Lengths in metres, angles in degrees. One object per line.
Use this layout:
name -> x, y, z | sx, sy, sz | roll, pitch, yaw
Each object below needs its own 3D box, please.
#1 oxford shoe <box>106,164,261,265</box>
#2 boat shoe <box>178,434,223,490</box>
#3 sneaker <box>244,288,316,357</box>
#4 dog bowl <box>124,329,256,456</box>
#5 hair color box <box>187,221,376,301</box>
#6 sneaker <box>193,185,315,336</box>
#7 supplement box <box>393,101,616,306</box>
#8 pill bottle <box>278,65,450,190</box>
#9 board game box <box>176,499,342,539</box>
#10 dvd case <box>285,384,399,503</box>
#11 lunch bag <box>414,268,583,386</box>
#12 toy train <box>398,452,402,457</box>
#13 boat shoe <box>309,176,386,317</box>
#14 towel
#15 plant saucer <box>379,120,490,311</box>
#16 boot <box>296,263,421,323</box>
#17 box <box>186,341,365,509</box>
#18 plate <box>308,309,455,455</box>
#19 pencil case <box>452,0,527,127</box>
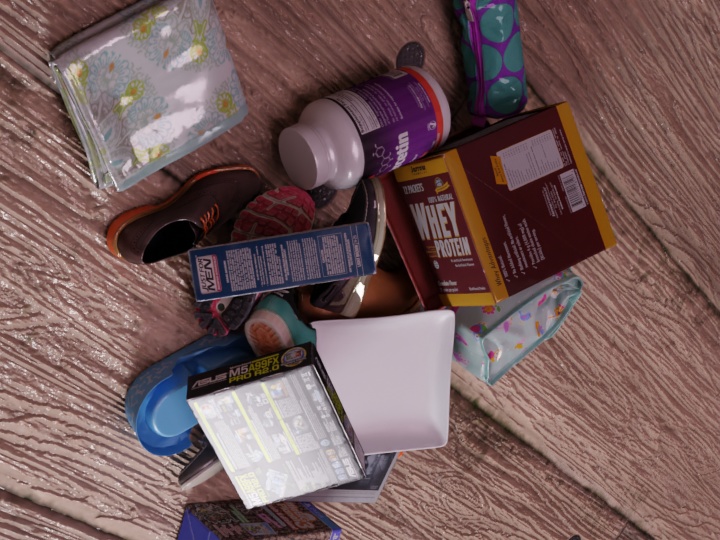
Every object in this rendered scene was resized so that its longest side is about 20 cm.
oxford shoe -> -0.185, -0.057, 1.458 | 0.200, 0.072, 0.071 | -32, 129, -27
boat shoe -> -0.159, 0.203, 1.642 | 0.200, 0.057, 0.067 | -35, 167, -19
sneaker -> -0.078, 0.108, 1.577 | 0.080, 0.071, 0.200 | -57, 144, -40
dog bowl -> -0.198, 0.143, 1.568 | 0.200, 0.050, 0.112 | -29, 128, -28
hair color box -> -0.084, -0.011, 1.432 | 0.199, 0.100, 0.061 | -8, 92, 1
sneaker -> -0.127, -0.017, 1.524 | 0.200, 0.081, 0.075 | -52, 179, 9
supplement box -> 0.183, -0.082, 1.636 | 0.200, 0.133, 0.198 | -24, 98, -25
pill bottle -> 0.004, -0.166, 1.544 | 0.200, 0.112, 0.113 | -26, 127, -30
board game box -> -0.147, 0.398, 1.714 | 0.200, 0.097, 0.160 | 4, 109, -43
dvd case -> -0.009, 0.235, 1.757 | 0.150, 0.025, 0.200 | 7, 120, -30
lunch bag -> 0.185, 0.036, 1.774 | 0.200, 0.170, 0.122 | -37, 138, -24
toy train -> 0.009, 0.185, 1.782 | 0.150, 0.056, 0.200 | -13, 128, -17
boat shoe -> -0.016, -0.025, 1.541 | 0.065, 0.072, 0.200 | 2, 132, -16
towel -> -0.222, -0.196, 1.370 | 0.200, 0.048, 0.172 | -35, 132, -24
plant saucer -> 0.120, -0.071, 1.698 | 0.200, 0.037, 0.200 | -28, 99, -25
boot -> 0.000, 0.000, 1.668 | 0.200, 0.077, 0.156 | -29, 125, -19
box -> -0.098, 0.189, 1.547 | 0.160, 0.044, 0.200 | -16, 126, 10
plate -> 0.020, 0.145, 1.666 | 0.199, 0.032, 0.200 | -5, 113, -15
pencil case -> 0.163, -0.292, 1.642 | 0.092, 0.085, 0.200 | -47, 137, -37
